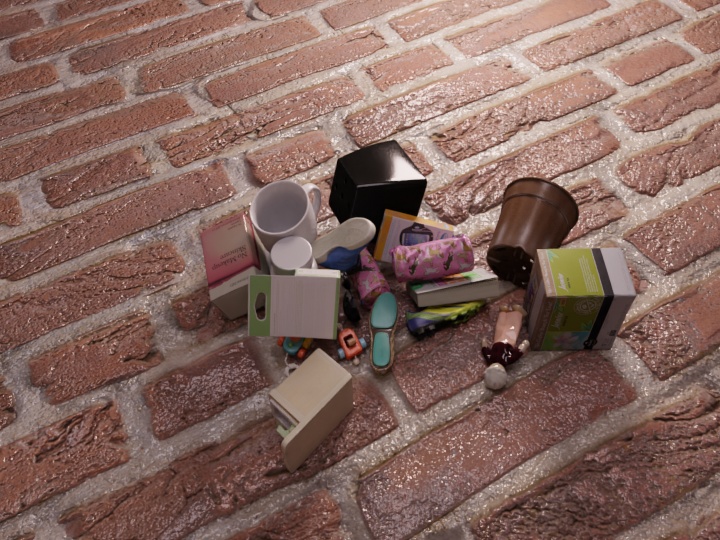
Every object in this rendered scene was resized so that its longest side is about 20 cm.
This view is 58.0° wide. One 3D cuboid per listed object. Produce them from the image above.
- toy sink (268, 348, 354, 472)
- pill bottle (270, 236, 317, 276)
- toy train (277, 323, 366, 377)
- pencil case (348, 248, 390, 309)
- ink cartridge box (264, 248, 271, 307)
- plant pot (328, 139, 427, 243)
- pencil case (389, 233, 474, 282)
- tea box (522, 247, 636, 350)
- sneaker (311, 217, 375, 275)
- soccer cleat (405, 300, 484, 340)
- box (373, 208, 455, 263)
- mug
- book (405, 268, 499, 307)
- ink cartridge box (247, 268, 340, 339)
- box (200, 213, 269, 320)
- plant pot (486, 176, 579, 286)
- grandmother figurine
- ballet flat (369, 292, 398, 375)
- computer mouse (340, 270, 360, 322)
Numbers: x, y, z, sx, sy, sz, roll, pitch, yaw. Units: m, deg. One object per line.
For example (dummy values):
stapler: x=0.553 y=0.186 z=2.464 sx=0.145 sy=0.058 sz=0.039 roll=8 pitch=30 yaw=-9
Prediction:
toy sink: x=-0.117 y=0.286 z=1.337 sx=0.111 sy=0.132 sz=0.199 roll=33 pitch=60 yaw=26
pill bottle: x=-0.150 y=0.028 z=1.498 sx=0.110 sy=0.203 sz=0.116 roll=-1 pitch=50 yaw=1
toy train: x=-0.090 y=0.159 z=1.467 sx=0.194 sy=0.056 sz=0.154 roll=-19 pitch=67 yaw=-11
pencil case: x=0.000 y=0.000 z=1.591 sx=0.085 sy=0.083 sz=0.203 roll=-31 pitch=54 yaw=2
ink cartridge box: x=-0.223 y=-0.010 z=1.645 sx=0.157 sy=0.048 sz=0.202 roll=29 pitch=72 yaw=23
plant pot: x=0.029 y=-0.191 z=1.626 sx=0.172 sy=0.204 sz=0.201 roll=-5 pitch=41 yaw=-27
pencil case: x=0.167 y=-0.028 z=1.521 sx=0.193 sy=0.083 sz=0.089 roll=-11 pitch=69 yaw=6
tea box: x=0.478 y=0.066 z=1.447 sx=0.189 sy=0.203 sz=0.137 roll=-1 pitch=50 yaw=3
sneaker: x=-0.018 y=-0.049 z=1.499 sx=0.197 sy=0.110 sz=0.079 roll=-25 pitch=50 yaw=36
soccer cleat: x=0.196 y=0.092 z=1.520 sx=0.195 sy=0.065 sz=0.085 roll=-20 pitch=62 yaw=-11
box: x=0.138 y=-0.066 z=1.577 sx=0.193 sy=0.122 sz=0.042 roll=12 pitch=27 yaw=-8
mug: x=-0.159 y=-0.121 z=1.563 sx=0.145 sy=0.177 sz=0.202 roll=28 pitch=68 yaw=23
book: x=0.215 y=0.039 z=1.547 sx=0.193 sy=0.050 sz=0.134 roll=-10 pitch=15 yaw=-6
ink cartridge box: x=-0.143 y=0.071 z=1.399 sx=0.193 sy=0.150 sz=0.048 roll=3 pitch=22 yaw=-4
box: x=-0.297 y=-0.009 z=1.562 sx=0.125 sy=0.110 sz=0.204 roll=-23 pitch=57 yaw=7
plant pot: x=0.410 y=-0.085 z=1.587 sx=0.195 sy=0.203 sz=0.201 roll=21 pitch=61 yaw=18
grandmother figurine: x=0.323 y=0.173 z=1.457 sx=0.119 sy=0.060 sz=0.204 roll=-15 pitch=41 yaw=48
ballet flat: x=0.050 y=0.148 z=1.481 sx=0.068 sy=0.066 sz=0.205 roll=6 pitch=54 yaw=6
computer mouse: x=-0.030 y=0.062 z=1.470 sx=0.033 sy=0.202 sz=0.060 roll=-18 pitch=57 yaw=-3
